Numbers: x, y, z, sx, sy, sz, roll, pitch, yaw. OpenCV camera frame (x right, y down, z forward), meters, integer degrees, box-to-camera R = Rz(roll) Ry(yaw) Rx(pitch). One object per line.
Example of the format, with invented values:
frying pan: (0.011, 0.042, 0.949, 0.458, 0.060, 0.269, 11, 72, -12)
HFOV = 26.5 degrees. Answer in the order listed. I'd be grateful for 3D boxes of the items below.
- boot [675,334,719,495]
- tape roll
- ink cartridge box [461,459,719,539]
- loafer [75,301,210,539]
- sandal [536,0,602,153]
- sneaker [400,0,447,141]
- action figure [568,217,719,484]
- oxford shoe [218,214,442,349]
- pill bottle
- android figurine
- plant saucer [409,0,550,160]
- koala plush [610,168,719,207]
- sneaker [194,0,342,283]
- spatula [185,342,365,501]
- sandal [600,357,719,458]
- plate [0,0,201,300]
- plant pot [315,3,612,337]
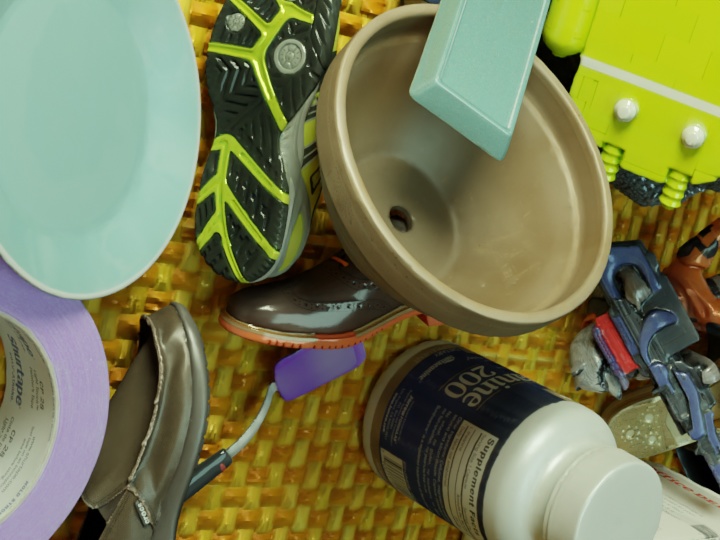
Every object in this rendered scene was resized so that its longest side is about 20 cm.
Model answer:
boot: (0.305, 0.111, 1.266, 0.097, 0.074, 0.201, -43, 130, -23)
tape roll: (-0.235, 0.074, 0.811, 0.198, 0.065, 0.203, -15, 114, -36)
ink cartridge box: (0.197, 0.209, 1.163, 0.198, 0.146, 0.084, 4, 104, -40)
loafer: (-0.137, 0.117, 0.900, 0.070, 0.073, 0.203, 10, 92, -20)
sandal: (0.133, -0.137, 1.038, 0.048, 0.075, 0.202, -52, 134, -40)
sneaker: (0.065, -0.105, 0.987, 0.088, 0.075, 0.201, -43, 128, -18)
action figure: (0.248, 0.055, 1.160, 0.191, 0.105, 0.202, -21, 89, -5)
oxford shoe: (0.000, 0.000, 0.969, 0.198, 0.071, 0.074, -12, 115, -31)
pill bottle: (0.100, 0.128, 1.017, 0.110, 0.199, 0.113, -15, 116, -35)
android figurine: (0.201, -0.136, 0.940, 0.041, 0.180, 0.202, -43, 155, -61)
plant saucer: (0.084, -0.159, 0.918, 0.070, 0.019, 0.202, 33, 51, -18)
koala plush: (0.258, -0.116, 1.040, 0.182, 0.200, 0.179, -26, 105, -11)
sneaker: (-0.051, -0.095, 0.911, 0.076, 0.074, 0.203, -2, 107, -71)
spatula: (-0.076, 0.104, 0.975, 0.200, 0.021, 0.057, -41, 152, -17)
sandal: (0.295, 0.107, 1.200, 0.209, 0.070, 0.078, -22, 116, -1)
plate: (-0.152, -0.086, 0.812, 0.199, 0.025, 0.203, -7, 98, -59)
plant pot: (0.046, -0.046, 0.904, 0.199, 0.093, 0.203, 17, 57, -28)
